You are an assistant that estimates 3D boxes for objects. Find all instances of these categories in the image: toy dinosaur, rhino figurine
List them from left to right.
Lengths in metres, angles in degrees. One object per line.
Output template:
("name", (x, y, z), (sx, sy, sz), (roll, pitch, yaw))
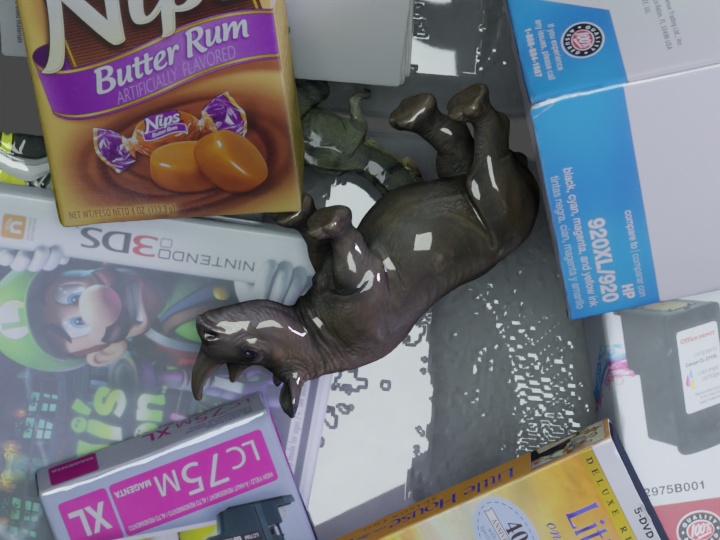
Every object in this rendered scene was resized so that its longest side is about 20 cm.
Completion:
("toy dinosaur", (-0.047, -0.087, 1.428), (0.199, 0.048, 0.088), (16, 50, -16))
("rhino figurine", (0.000, 0.000, 1.366), (0.200, 0.060, 0.088), (-39, 118, 2))

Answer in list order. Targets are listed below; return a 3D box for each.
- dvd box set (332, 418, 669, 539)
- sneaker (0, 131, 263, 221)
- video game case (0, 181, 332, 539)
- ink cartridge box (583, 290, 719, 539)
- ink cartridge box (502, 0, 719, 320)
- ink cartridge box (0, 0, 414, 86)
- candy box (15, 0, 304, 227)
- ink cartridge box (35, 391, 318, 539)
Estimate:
("dvd box set", (0.059, 0.175, 1.376), (0.199, 0.029, 0.147), (-24, 106, 10))
("sneaker", (-0.149, -0.025, 1.424), (0.199, 0.075, 0.077), (7, 88, 0))
("video game case", (-0.108, 0.067, 1.412), (0.181, 0.023, 0.201), (8, 104, -9))
("ink cartridge box", (0.189, 0.053, 1.427), (0.145, 0.083, 0.201), (-8, 89, -1))
("ink cartridge box", (0.173, -0.093, 1.327), (0.199, 0.145, 0.148), (-12, 44, 4))
("ink cartridge box", (-0.069, -0.175, 1.399), (0.199, 0.084, 0.147), (4, 58, -2))
("candy box", (-0.093, -0.118, 1.310), (0.116, 0.057, 0.201), (-4, 125, 5))
("ink cartridge box", (-0.069, 0.172, 1.413), (0.119, 0.042, 0.201), (-20, 108, -2))
